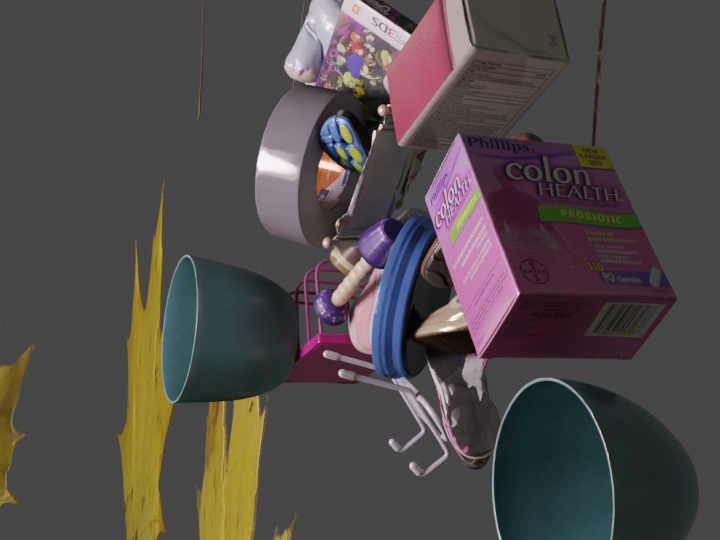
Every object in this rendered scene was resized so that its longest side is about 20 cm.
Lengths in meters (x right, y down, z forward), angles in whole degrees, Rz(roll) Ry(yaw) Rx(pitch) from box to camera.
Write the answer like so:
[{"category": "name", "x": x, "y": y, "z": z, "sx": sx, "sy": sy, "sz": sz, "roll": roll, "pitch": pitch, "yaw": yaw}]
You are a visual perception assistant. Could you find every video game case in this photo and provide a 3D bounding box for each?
[{"category": "video game case", "x": 0.029, "y": -0.244, "z": 1.570, "sx": 0.180, "sy": 0.036, "sz": 0.202, "roll": 37, "pitch": 131, "yaw": 14}]

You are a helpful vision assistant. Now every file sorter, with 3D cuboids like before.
[{"category": "file sorter", "x": -0.035, "y": 0.075, "z": 1.692, "sx": 0.200, "sy": 0.137, "sz": 0.128, "roll": 138, "pitch": 131, "yaw": -59}]

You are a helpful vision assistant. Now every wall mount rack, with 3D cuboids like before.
[{"category": "wall mount rack", "x": 0.037, "y": 0.164, "z": 1.486, "sx": 0.175, "sy": 0.074, "sz": 0.200, "roll": 57, "pitch": 174, "yaw": -12}]

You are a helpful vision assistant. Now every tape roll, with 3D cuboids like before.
[{"category": "tape roll", "x": -0.061, "y": -0.136, "z": 1.535, "sx": 0.065, "sy": 0.200, "sz": 0.204, "roll": 15, "pitch": 106, "yaw": 21}]

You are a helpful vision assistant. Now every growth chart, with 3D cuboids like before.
[{"category": "growth chart", "x": 0.031, "y": -0.116, "z": 1.467, "sx": 0.018, "sy": 0.144, "sz": 0.203, "roll": 28, "pitch": 102, "yaw": 29}]

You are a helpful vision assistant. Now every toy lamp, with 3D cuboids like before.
[{"category": "toy lamp", "x": 0.000, "y": 0.000, "z": 1.477, "sx": 0.200, "sy": 0.057, "sz": 0.059, "roll": -48, "pitch": 45, "yaw": 50}]

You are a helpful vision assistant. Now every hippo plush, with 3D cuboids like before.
[{"category": "hippo plush", "x": 0.003, "y": -0.326, "z": 1.685, "sx": 0.160, "sy": 0.158, "sz": 0.203, "roll": 26, "pitch": 107, "yaw": 39}]

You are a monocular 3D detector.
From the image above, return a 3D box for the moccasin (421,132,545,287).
[{"category": "moccasin", "x": 0.136, "y": -0.069, "z": 1.327, "sx": 0.203, "sy": 0.073, "sz": 0.078, "roll": -59, "pitch": 17, "yaw": 13}]

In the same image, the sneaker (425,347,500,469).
[{"category": "sneaker", "x": 0.118, "y": 0.145, "z": 1.407, "sx": 0.087, "sy": 0.079, "sz": 0.203, "roll": 87, "pitch": -179, "yaw": -55}]

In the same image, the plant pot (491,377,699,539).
[{"category": "plant pot", "x": 0.224, "y": 0.199, "z": 1.069, "sx": 0.199, "sy": 0.132, "sz": 0.204, "roll": -178, "pitch": 90, "yaw": -67}]

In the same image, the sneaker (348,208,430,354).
[{"category": "sneaker", "x": 0.035, "y": 0.018, "z": 1.561, "sx": 0.104, "sy": 0.074, "sz": 0.204, "roll": -17, "pitch": 54, "yaw": 64}]

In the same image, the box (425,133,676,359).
[{"category": "box", "x": 0.179, "y": -0.023, "z": 1.146, "sx": 0.097, "sy": 0.173, "sz": 0.202, "roll": 116, "pitch": 148, "yaw": -44}]

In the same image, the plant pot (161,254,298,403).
[{"category": "plant pot", "x": -0.178, "y": 0.090, "z": 1.654, "sx": 0.200, "sy": 0.158, "sz": 0.205, "roll": -173, "pitch": 90, "yaw": -68}]

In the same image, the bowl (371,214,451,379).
[{"category": "bowl", "x": 0.068, "y": 0.035, "z": 1.432, "sx": 0.200, "sy": 0.039, "sz": 0.204, "roll": 14, "pitch": -90, "yaw": -71}]

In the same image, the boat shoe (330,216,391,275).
[{"category": "boat shoe", "x": 0.016, "y": -0.053, "z": 1.614, "sx": 0.065, "sy": 0.073, "sz": 0.201, "roll": -48, "pitch": 9, "yaw": 27}]

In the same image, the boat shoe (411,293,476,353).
[{"category": "boat shoe", "x": 0.140, "y": 0.043, "z": 1.330, "sx": 0.198, "sy": 0.072, "sz": 0.066, "roll": -22, "pitch": 54, "yaw": 43}]

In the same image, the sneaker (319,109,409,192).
[{"category": "sneaker", "x": 0.013, "y": -0.160, "z": 1.494, "sx": 0.070, "sy": 0.199, "sz": 0.084, "roll": 20, "pitch": 85, "yaw": 32}]

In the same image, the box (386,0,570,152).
[{"category": "box", "x": 0.128, "y": -0.232, "z": 1.348, "sx": 0.200, "sy": 0.126, "sz": 0.111, "roll": 131, "pitch": 137, "yaw": -54}]
